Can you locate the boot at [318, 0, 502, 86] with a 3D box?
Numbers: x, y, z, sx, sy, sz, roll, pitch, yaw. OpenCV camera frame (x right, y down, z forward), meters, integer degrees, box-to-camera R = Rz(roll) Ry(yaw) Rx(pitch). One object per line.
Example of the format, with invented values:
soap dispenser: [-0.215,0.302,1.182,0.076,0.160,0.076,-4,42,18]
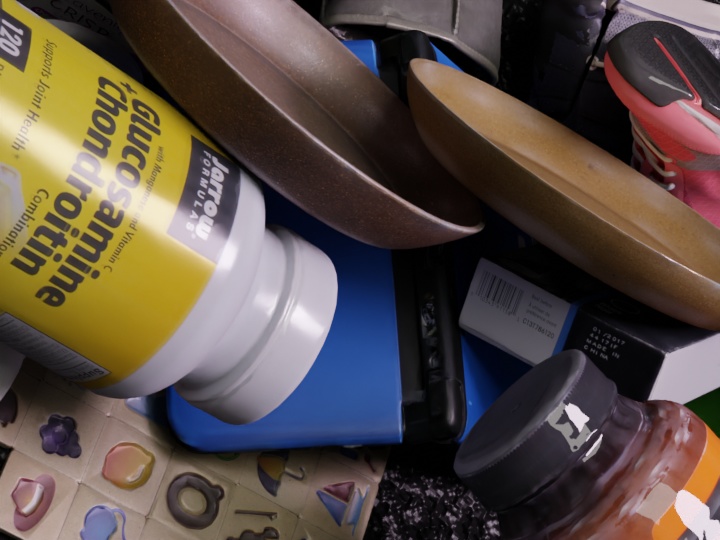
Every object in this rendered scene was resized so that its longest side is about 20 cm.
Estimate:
boot: [0.066,-0.188,1.029,0.180,0.073,0.202,7,60,-14]

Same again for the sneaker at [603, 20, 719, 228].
sneaker: [0.166,-0.051,0.993,0.200,0.087,0.074,28,28,-49]

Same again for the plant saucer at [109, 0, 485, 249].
plant saucer: [-0.032,-0.074,0.826,0.200,0.035,0.200,38,14,-11]

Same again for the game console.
game console: [0.000,0.000,0.941,0.170,0.117,0.202,33,48,-55]

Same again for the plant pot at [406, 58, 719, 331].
plant pot: [0.100,-0.029,0.875,0.199,0.200,0.028,27,103,-19]

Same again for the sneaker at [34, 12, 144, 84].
sneaker: [-0.182,-0.107,0.848,0.199,0.071,0.099,4,40,-50]

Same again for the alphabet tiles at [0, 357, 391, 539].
alphabet tiles: [-0.078,0.065,0.881,0.199,0.006,0.167,30,59,-18]

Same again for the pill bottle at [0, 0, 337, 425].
pill bottle: [-0.107,-0.020,0.765,0.199,0.112,0.113,32,57,-30]

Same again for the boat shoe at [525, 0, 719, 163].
boat shoe: [0.161,-0.100,1.062,0.199,0.074,0.094,10,98,-41]

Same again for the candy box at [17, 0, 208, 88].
candy box: [-0.115,-0.201,0.930,0.136,0.061,0.201,30,58,-19]

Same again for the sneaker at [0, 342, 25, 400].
sneaker: [-0.223,0.000,0.779,0.199,0.073,0.085,34,59,-14]

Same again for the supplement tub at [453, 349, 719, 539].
supplement tub: [0.128,0.127,0.804,0.200,0.107,0.107,48,55,-9]

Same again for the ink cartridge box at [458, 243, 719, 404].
ink cartridge box: [0.136,0.018,0.935,0.099,0.040,0.199,27,19,25]

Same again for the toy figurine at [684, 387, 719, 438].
toy figurine: [0.236,0.145,0.989,0.183,0.150,0.201,18,37,-39]
